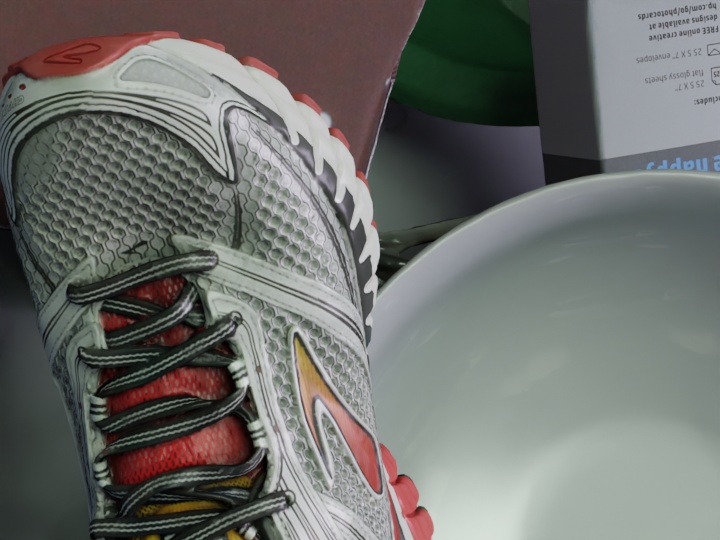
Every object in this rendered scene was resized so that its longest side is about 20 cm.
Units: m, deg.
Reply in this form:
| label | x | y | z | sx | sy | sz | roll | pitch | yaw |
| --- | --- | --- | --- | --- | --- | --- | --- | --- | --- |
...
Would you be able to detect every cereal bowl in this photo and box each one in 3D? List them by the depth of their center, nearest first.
| label | x | y | z | sx | sy | sz | roll | pitch | yaw |
| --- | --- | --- | --- | --- | --- | --- | --- | --- | --- |
| cereal bowl | 0.079 | 0.077 | 0.719 | 0.199 | 0.083 | 0.201 | -1 | 78 | 4 |

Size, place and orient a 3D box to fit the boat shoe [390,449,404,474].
| label | x | y | z | sx | sy | sz | roll | pitch | yaw |
| --- | --- | --- | --- | --- | --- | --- | --- | --- | --- |
| boat shoe | -0.065 | 0.107 | 0.729 | 0.202 | 0.060 | 0.072 | -39 | 92 | -34 |

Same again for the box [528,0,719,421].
| label | x | y | z | sx | sy | sz | roll | pitch | yaw |
| --- | --- | --- | --- | --- | --- | --- | --- | --- | --- |
| box | 0.134 | 0.005 | 0.812 | 0.155 | 0.041 | 0.201 | -10 | 101 | -23 |

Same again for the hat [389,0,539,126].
| label | x | y | z | sx | sy | sz | roll | pitch | yaw |
| --- | --- | --- | --- | --- | --- | --- | --- | --- | --- |
| hat | 0.084 | -0.106 | 0.924 | 0.199 | 0.176 | 0.166 | -10 | 74 | 8 |

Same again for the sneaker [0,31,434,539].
| label | x | y | z | sx | sy | sz | roll | pitch | yaw |
| --- | --- | --- | --- | --- | --- | --- | --- | --- | --- |
| sneaker | -0.027 | 0.037 | 0.596 | 0.082 | 0.078 | 0.201 | -77 | 151 | -56 |

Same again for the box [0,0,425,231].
| label | x | y | z | sx | sy | sz | roll | pitch | yaw |
| --- | --- | --- | --- | --- | --- | --- | --- | --- | --- |
| box | -0.091 | -0.113 | 0.686 | 0.164 | 0.200 | 0.167 | 11 | 103 | -27 |

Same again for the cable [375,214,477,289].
| label | x | y | z | sx | sy | sz | roll | pitch | yaw |
| --- | --- | --- | --- | --- | --- | --- | --- | --- | --- |
| cable | 0.000 | 0.000 | 0.813 | 0.199 | 0.050 | 0.097 | 28 | 63 | -18 |
